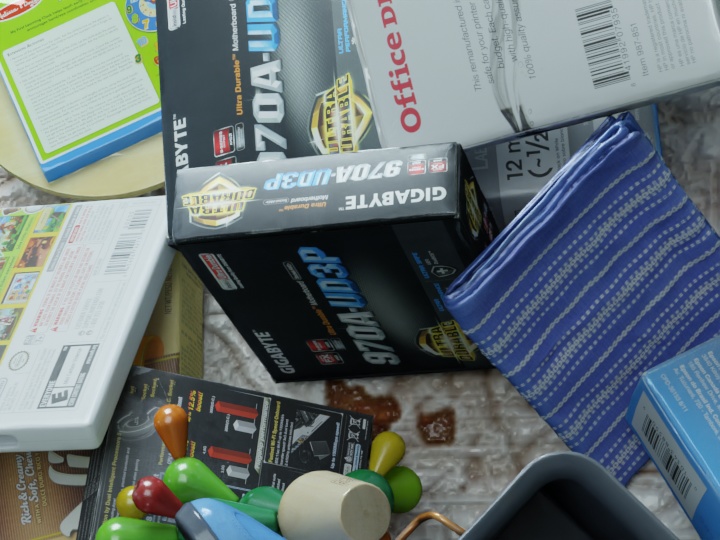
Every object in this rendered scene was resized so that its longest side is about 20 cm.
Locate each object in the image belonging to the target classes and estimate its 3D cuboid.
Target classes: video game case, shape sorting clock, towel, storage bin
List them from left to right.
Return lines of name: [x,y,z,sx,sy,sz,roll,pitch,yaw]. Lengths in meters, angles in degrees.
video game case: [-0.208,0.031,1.336,0.180,0.023,0.201,-4,40,17]
shape sorting clock: [-0.157,-0.136,1.450,0.198,0.039,0.202,-2,71,5]
storage bin: [0.070,0.193,1.242,0.145,0.134,0.200,43,86,0]
towel: [0.143,0.022,1.266,0.145,0.200,0.024,-46,39,-3]

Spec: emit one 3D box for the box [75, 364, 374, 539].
box: [-0.083,0.167,1.311,0.156,0.050,0.202,12,73,-16]

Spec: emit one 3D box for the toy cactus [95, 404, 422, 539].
toy cactus: [-0.036,0.122,1.222,0.165,0.199,0.103,-12,75,58]

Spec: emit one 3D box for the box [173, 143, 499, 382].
box: [0.000,0.000,1.296,0.158,0.200,0.046,-4,63,13]

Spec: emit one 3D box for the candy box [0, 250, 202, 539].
candy box: [-0.157,0.080,1.398,0.114,0.055,0.202,-5,72,13]

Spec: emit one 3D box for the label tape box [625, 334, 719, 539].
label tape box: [0.268,0.086,1.268,0.199,0.066,0.144,-23,65,-18]

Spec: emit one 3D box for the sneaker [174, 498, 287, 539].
sneaker: [-0.003,0.171,1.142,0.200,0.066,0.079,43,83,-3]

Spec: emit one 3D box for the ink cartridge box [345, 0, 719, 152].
ink cartridge box: [0.100,-0.150,1.251,0.199,0.084,0.146,-14,90,23]

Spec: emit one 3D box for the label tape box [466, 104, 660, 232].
label tape box: [0.075,-0.098,1.371,0.198,0.066,0.144,-5,71,4]

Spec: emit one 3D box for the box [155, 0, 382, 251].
box: [-0.042,-0.119,1.361,0.158,0.046,0.202,-13,69,24]
